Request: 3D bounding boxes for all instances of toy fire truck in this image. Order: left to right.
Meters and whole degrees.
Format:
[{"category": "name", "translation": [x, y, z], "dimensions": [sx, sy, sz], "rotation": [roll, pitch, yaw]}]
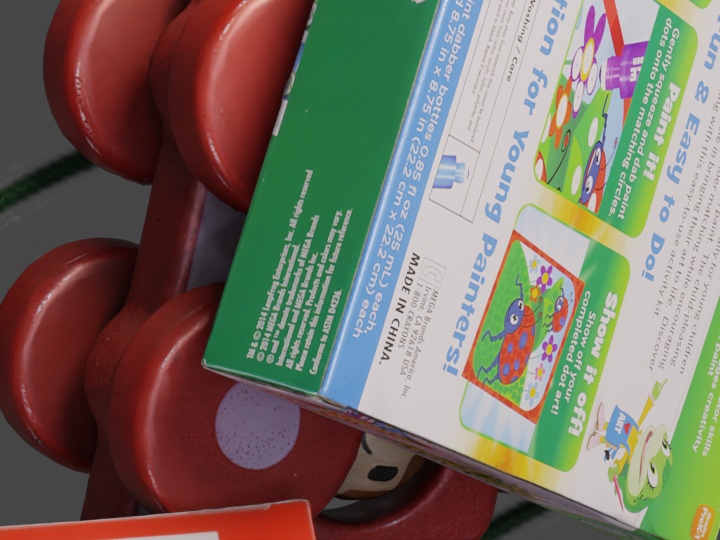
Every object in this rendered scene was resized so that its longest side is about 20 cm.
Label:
[{"category": "toy fire truck", "translation": [0.000, 0.000, 0.792], "dimensions": [0.167, 0.112, 0.201], "rotation": [10, 93, -29]}]

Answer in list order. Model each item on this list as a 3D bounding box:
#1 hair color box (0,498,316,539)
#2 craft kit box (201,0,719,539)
[{"category": "hair color box", "translation": [-0.061, 0.151, 0.752], "dimensions": [0.101, 0.061, 0.201], "rotation": [-3, 132, -10]}, {"category": "craft kit box", "translation": [0.059, -0.042, 0.753], "dimensions": [0.197, 0.048, 0.201], "rotation": [26, 79, -49]}]
